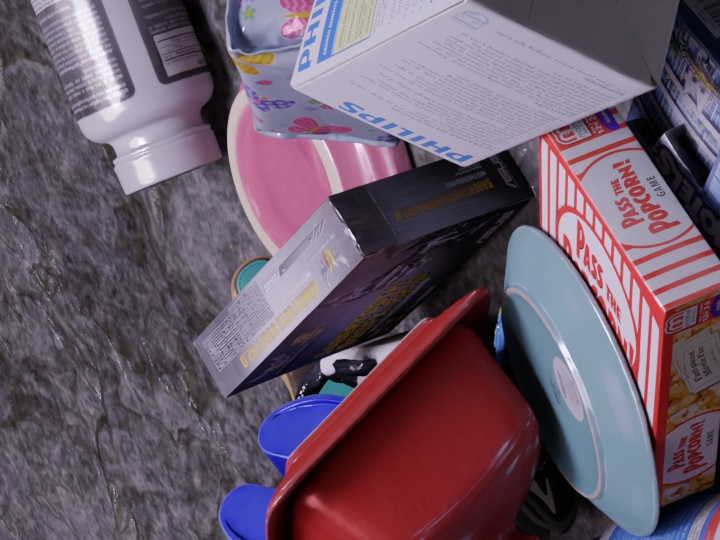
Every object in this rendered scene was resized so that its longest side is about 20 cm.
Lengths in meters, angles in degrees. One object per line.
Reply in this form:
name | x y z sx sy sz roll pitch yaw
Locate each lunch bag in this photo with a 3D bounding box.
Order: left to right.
lunch bag | -0.012 -0.197 1.513 0.170 0.127 0.201 79 -165 -74

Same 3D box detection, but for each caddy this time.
caddy | 0.002 0.169 1.688 0.200 0.142 0.105 6 148 41

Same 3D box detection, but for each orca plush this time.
orca plush | 0.024 0.084 1.701 0.200 0.105 0.071 -17 92 46

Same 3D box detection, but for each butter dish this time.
butter dish | 0.048 0.140 1.506 0.148 0.200 0.200 41 163 12

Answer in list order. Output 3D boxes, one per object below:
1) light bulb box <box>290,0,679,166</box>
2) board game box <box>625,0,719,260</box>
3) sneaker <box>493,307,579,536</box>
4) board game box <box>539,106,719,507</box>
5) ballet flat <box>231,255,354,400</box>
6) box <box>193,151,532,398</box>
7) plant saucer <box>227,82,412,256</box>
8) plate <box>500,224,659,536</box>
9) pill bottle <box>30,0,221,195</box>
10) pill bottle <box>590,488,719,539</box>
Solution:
light bulb box | 0.080 -0.184 1.340 0.200 0.125 0.199 -19 51 61
board game box | 0.209 -0.032 1.375 0.200 0.062 0.200 54 152 26
sneaker | 0.126 0.097 1.598 0.083 0.071 0.200 42 139 46
board game box | 0.155 0.020 1.399 0.200 0.046 0.152 84 161 -52
ballet flat | -0.030 0.075 1.861 0.200 0.069 0.063 59 177 20
box | 0.000 0.000 1.619 0.048 0.158 0.200 58 138 12
plant saucer | -0.036 -0.071 1.769 0.200 0.051 0.201 37 138 43
plate | 0.123 0.070 1.456 0.200 0.026 0.201 160 90 -79
pill bottle | -0.179 -0.165 1.876 0.111 0.111 0.201 -16 95 60
pill bottle | 0.209 0.192 1.487 0.200 0.112 0.113 -21 91 60
